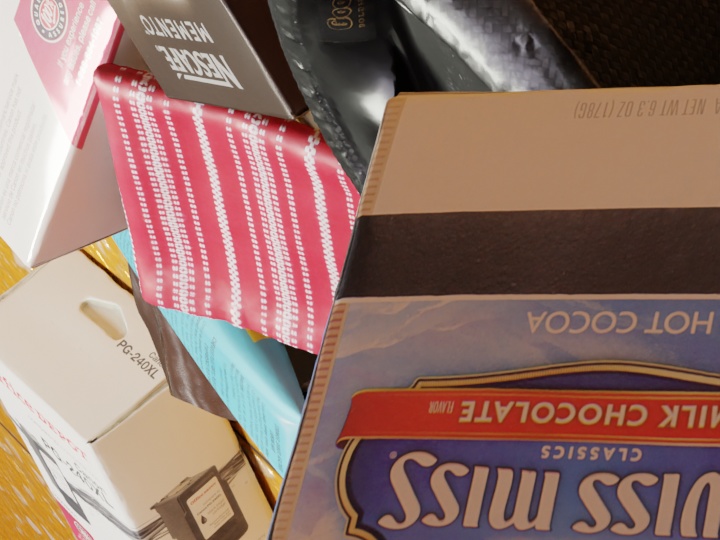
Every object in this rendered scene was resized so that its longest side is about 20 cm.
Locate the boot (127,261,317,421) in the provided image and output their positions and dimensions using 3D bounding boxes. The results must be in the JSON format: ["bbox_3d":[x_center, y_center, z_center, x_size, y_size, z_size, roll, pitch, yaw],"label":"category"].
[{"bbox_3d":[-0.058,0.038,1.292,0.187,0.064,0.200,59,165,25],"label":"boot"}]

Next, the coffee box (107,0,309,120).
[{"bbox_3d":[-0.062,-0.154,0.875,0.200,0.080,0.114,58,163,-20],"label":"coffee box"}]

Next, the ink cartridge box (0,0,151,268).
[{"bbox_3d":[-0.140,-0.125,1.056,0.200,0.083,0.147,46,137,21],"label":"ink cartridge box"}]

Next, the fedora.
[{"bbox_3d":[0.060,-0.047,0.748,0.201,0.092,0.201,46,166,15],"label":"fedora"}]

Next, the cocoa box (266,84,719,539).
[{"bbox_3d":[0.101,0.048,0.586,0.200,0.131,0.133,0,148,26],"label":"cocoa box"}]

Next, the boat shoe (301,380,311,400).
[{"bbox_3d":[0.025,0.084,1.143,0.200,0.072,0.072,67,-176,-68],"label":"boat shoe"}]

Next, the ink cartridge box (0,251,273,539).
[{"bbox_3d":[-0.132,0.104,1.592,0.145,0.083,0.200,36,158,43],"label":"ink cartridge box"}]

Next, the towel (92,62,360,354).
[{"bbox_3d":[0.000,0.000,0.994,0.200,0.023,0.145,20,151,15],"label":"towel"}]

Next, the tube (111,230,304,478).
[{"bbox_3d":[-0.064,0.006,1.118,0.200,0.050,0.077,59,172,27],"label":"tube"}]
